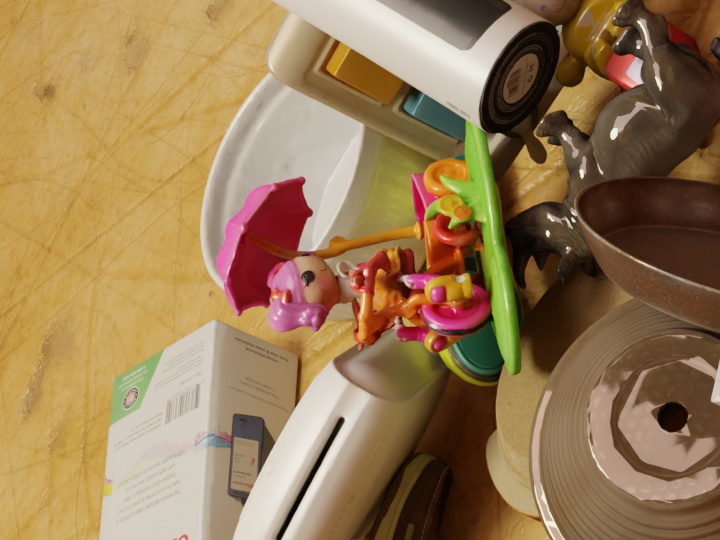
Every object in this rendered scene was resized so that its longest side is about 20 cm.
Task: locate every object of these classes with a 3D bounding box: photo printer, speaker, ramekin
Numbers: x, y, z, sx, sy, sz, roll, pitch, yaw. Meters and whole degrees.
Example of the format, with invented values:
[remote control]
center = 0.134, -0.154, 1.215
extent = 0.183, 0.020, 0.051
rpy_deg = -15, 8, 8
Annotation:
[photo printer]
center = -0.013, 0.128, 1.513
extent = 0.167, 0.069, 0.200
rpy_deg = -62, -9, 12
[speaker]
center = 0.029, -0.168, 1.458
extent = 0.199, 0.081, 0.082
rpy_deg = 35, 100, 29
[ramekin]
center = -0.022, -0.057, 1.704
extent = 0.200, 0.105, 0.201
rpy_deg = -32, 46, 40

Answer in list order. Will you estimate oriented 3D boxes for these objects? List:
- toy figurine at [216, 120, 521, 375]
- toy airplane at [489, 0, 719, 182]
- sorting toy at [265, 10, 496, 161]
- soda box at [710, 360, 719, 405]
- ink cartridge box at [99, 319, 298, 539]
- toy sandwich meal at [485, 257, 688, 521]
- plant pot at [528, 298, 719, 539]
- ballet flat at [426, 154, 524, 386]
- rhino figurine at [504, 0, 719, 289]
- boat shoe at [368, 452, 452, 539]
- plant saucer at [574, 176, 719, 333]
[toy figurine]
center = 0.000, 0.000, 1.451
extent = 0.201, 0.182, 0.151
rpy_deg = -99, 1, -49
[toy airplane]
center = 0.154, -0.172, 1.498
extent = 0.198, 0.141, 0.202
rpy_deg = -19, 56, 48
[sorting toy]
center = 0.056, -0.178, 1.582
extent = 0.186, 0.199, 0.036
rpy_deg = -60, 31, 9
[soda box]
center = 0.271, 0.067, 1.141
extent = 0.063, 0.199, 0.069
rpy_deg = -3, 67, 54
[ink cartridge box]
center = -0.127, 0.162, 1.734
extent = 0.145, 0.087, 0.201
rpy_deg = -29, 47, 43
[toy sandwich meal]
center = 0.162, 0.072, 1.415
extent = 0.205, 0.070, 0.206
rpy_deg = -38, 32, 29
[plant pot]
center = 0.185, 0.093, 1.263
extent = 0.199, 0.093, 0.202
rpy_deg = -7, 68, 17
[ballet flat]
center = 0.074, 0.011, 1.580
extent = 0.067, 0.066, 0.201
rpy_deg = 119, 155, -48
[rhino figurine]
center = 0.150, -0.065, 1.397
extent = 0.087, 0.060, 0.201
rpy_deg = 42, 115, 18
[boat shoe]
center = 0.035, 0.222, 1.506
extent = 0.074, 0.075, 0.203
rpy_deg = 15, 66, 15
[plant saucer]
center = 0.215, -0.003, 1.280
extent = 0.200, 0.199, 0.035
rpy_deg = 42, 125, 55
